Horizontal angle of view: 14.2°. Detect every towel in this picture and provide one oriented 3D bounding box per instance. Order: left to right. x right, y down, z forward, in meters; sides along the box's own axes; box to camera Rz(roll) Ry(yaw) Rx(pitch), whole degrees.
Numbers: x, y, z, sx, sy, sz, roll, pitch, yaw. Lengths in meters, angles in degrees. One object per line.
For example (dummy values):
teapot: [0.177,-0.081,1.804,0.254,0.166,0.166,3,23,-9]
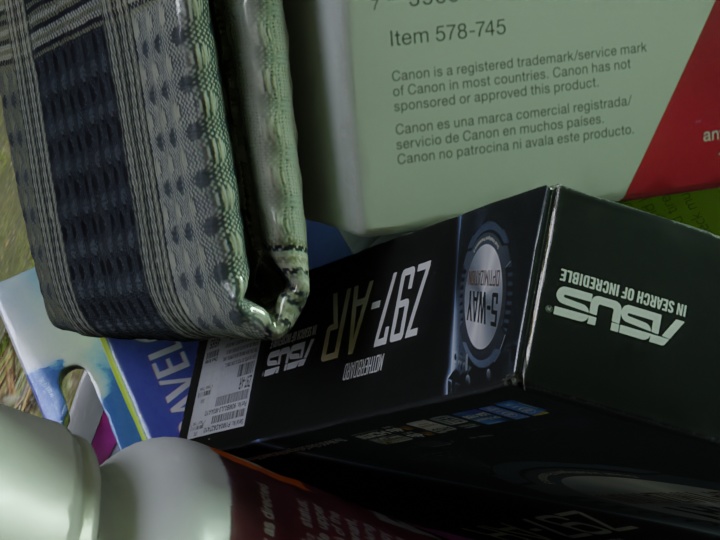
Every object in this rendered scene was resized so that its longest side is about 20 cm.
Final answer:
towel: [-0.060,-0.082,0.708,0.193,0.034,0.201,176,84,-71]

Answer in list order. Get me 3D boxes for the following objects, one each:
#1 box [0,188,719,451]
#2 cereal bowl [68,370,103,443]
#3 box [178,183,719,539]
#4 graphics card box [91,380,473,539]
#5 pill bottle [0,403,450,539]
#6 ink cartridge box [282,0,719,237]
box: [0.000,0.000,0.821,0.048,0.200,0.122,77,169,-56]
cereal bowl: [-0.020,0.040,1.002,0.200,0.083,0.200,-42,31,33]
box: [0.065,0.036,0.678,0.200,0.160,0.044,-18,58,65]
graphics card box: [-0.010,0.045,0.852,0.051,0.125,0.200,74,-150,-58]
pill bottle: [-0.023,0.108,0.690,0.114,0.200,0.114,-52,24,35]
ink cartridge box: [0.028,-0.122,0.702,0.145,0.145,0.201,-160,65,-65]
